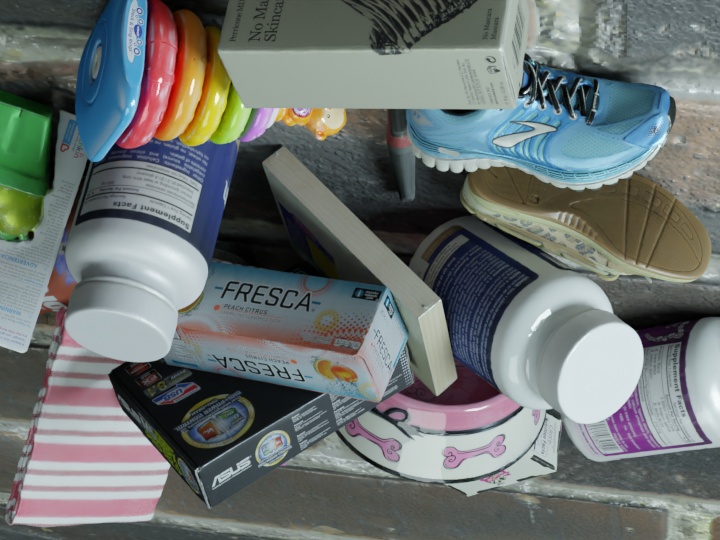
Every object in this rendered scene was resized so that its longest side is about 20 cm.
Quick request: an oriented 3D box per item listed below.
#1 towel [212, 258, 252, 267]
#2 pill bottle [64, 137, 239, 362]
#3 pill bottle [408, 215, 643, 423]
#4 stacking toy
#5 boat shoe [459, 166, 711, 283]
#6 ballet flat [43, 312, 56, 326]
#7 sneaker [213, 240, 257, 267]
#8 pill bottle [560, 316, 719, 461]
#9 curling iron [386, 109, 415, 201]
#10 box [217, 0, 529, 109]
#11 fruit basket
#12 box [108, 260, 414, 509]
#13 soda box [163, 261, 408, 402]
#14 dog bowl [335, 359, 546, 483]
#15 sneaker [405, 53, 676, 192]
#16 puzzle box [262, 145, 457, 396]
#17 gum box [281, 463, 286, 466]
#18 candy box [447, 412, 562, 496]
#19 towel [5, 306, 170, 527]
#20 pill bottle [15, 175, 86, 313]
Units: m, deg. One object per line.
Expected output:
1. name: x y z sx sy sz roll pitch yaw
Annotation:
1. towel: -0.099 0.067 1.457 0.198 0.148 0.030 11 -166 -40
2. pill bottle: -0.163 -0.038 1.272 0.110 0.202 0.111 9 152 5
3. pill bottle: 0.129 0.041 1.305 0.111 0.111 0.200 37 179 -38
4. stacking toy: -0.098 -0.130 1.208 0.198 0.118 0.110 11 156 -24
5. boat shoe: 0.174 -0.041 1.290 0.198 0.074 0.063 24 157 0
6. ballet flat: -0.232 0.072 1.628 0.199 0.068 0.068 34 160 -34
7. sneaker: -0.137 0.034 1.530 0.086 0.075 0.201 11 151 10
8. pill bottle: 0.281 0.102 1.453 0.198 0.113 0.112 -13 143 37
9. curling iron: 0.022 -0.108 1.268 0.049 0.026 0.200 24 162 23
10. box: 0.010 -0.159 1.120 0.197 0.083 0.069 1 150 16
11. fruit basket: -0.325 -0.054 1.330 0.183 0.094 0.202 17 107 -12
12. box: -0.081 0.086 1.340 0.160 0.199 0.045 38 151 48
13. soda box: -0.068 0.044 1.291 0.198 0.069 0.064 9 145 26
14. dog bowl: 0.066 0.083 1.425 0.197 0.201 0.074 9 133 4
15. sneaker: 0.121 -0.113 1.168 0.197 0.079 0.090 1 147 17
16. puzzle box: 0.000 0.000 1.338 0.200 0.025 0.133 45 166 28
17. gum box: -0.166 0.119 1.571 0.113 0.067 0.200 -12 142 41
18. candy box: 0.086 0.152 1.665 0.199 0.062 0.136 31 145 -30
19. towel: -0.221 0.130 1.446 0.145 0.202 0.030 6 -161 -37
20. pill bottle: -0.270 -0.019 1.436 0.198 0.113 0.112 -7 147 29
